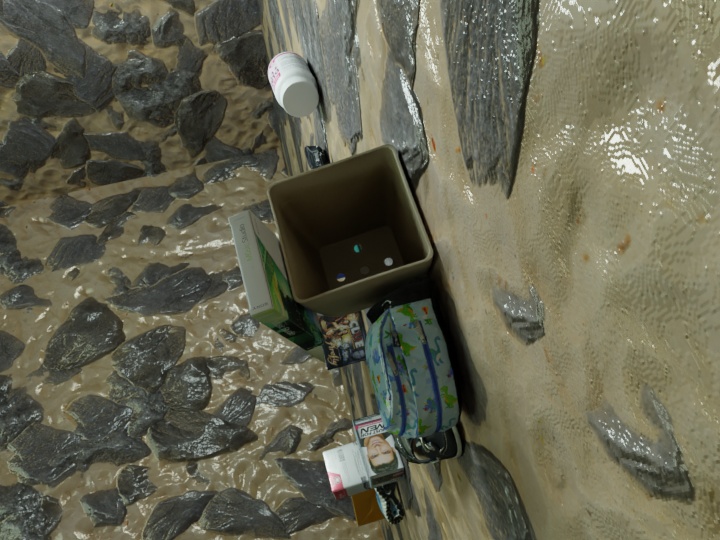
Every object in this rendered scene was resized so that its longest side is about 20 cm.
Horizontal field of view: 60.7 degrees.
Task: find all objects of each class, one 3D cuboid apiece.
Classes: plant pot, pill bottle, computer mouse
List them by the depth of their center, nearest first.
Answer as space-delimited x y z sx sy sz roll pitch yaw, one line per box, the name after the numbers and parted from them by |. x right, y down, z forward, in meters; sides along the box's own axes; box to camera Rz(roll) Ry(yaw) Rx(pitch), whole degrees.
-0.005 -0.037 0.942 0.177 0.199 0.201 67 -175 -64 | plant pot
-0.174 -0.485 1.606 0.200 0.113 0.114 -113 13 -50 | pill bottle
-0.105 -0.285 1.732 0.200 0.046 0.141 -139 32 -69 | computer mouse

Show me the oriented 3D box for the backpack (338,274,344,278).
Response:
-0.115 -0.070 1.710 0.163 0.167 0.201 -104 0 -64 | backpack

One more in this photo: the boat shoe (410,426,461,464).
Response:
0.117 0.274 0.996 0.200 0.060 0.074 97 159 -69 | boat shoe

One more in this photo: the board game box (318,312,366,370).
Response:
-0.056 0.177 1.804 0.035 0.135 0.201 -150 47 -79 | board game box

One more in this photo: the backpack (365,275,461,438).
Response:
0.073 0.133 0.868 0.201 0.153 0.163 62 163 9 | backpack

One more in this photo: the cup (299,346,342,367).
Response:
-0.073 0.214 1.905 0.143 0.200 0.200 46 165 10 | cup

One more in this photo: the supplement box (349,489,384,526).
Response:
0.017 0.855 2.443 0.200 0.132 0.198 -119 17 -61 | supplement box

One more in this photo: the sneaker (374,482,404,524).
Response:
0.068 0.685 1.915 0.090 0.078 0.201 -23 79 65 | sneaker

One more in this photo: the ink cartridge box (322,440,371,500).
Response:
-0.008 0.644 2.017 0.085 0.199 0.146 77 175 -50 | ink cartridge box

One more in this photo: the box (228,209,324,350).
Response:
-0.112 0.020 0.854 0.200 0.036 0.145 48 -158 -65 | box

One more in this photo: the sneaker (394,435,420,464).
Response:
0.084 0.283 1.194 0.115 0.076 0.200 99 152 -55 | sneaker

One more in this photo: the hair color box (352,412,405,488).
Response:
0.049 0.504 1.737 0.200 0.098 0.061 -113 13 -50 | hair color box

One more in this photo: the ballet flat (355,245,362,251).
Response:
0.000 0.000 1.402 0.071 0.070 0.201 91 163 -61 | ballet flat
